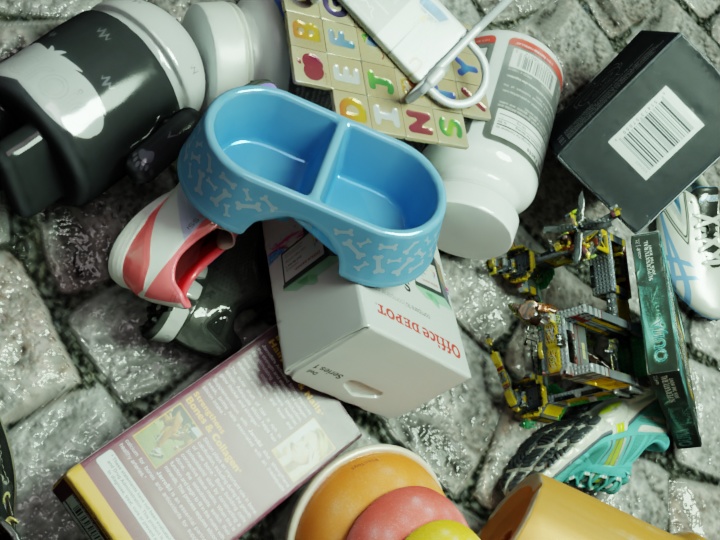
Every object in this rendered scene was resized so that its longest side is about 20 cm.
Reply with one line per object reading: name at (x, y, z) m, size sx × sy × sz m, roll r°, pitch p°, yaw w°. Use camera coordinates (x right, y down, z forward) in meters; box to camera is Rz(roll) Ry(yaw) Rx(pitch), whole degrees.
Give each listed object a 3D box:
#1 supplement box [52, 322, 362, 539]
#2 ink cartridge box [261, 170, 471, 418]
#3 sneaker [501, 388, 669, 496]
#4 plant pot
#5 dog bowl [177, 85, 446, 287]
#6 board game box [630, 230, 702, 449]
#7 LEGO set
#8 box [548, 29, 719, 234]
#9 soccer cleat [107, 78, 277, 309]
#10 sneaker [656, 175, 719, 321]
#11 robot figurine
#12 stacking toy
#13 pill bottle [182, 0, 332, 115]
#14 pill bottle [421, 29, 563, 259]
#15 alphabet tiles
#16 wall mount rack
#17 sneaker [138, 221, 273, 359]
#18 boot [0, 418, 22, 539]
supplement box at (-0.113, 0.143, 0.708) m, size 0.200 × 0.086 × 0.111 m, roll -35°, pitch 88°, yaw -31°
ink cartridge box at (0.000, 0.000, 0.757) m, size 0.145 × 0.084 × 0.201 m, roll 29°, pitch 40°, yaw -46°
sneaker at (0.216, 0.170, 0.862) m, size 0.199 × 0.077 × 0.080 m, roll -22°, pitch 90°, yaw -30°
plant pot at (0.180, 0.266, 0.746) m, size 0.183 × 0.200 × 0.200 m, roll 36°, pitch 60°, yaw 4°
dog bowl at (-0.029, -0.065, 0.667) m, size 0.199 × 0.050 × 0.112 m, roll 23°, pitch 50°, yaw -6°
board game box at (0.287, 0.070, 0.875) m, size 0.200 × 0.028 × 0.136 m, roll 51°, pitch 35°, yaw -53°
LEGO set at (0.169, 0.038, 0.837) m, size 0.116 × 0.153 × 0.201 m, roll 19°, pitch 70°, yaw -43°
box at (0.269, -0.140, 0.904) m, size 0.107 × 0.148 × 0.200 m, roll 43°, pitch 16°, yaw -6°
soccer cleat at (-0.107, -0.059, 0.718) m, size 0.073 × 0.068 × 0.200 m, roll 27°, pitch 71°, yaw 23°
sneaker at (0.358, -0.045, 1.008) m, size 0.072 × 0.072 × 0.201 m, roll -5°, pitch 75°, yaw -28°
robot figurine at (-0.215, -0.129, 0.742) m, size 0.150 × 0.125 × 0.200 m, roll 51°, pitch 59°, yaw -12°
stacking toy at (0.045, 0.220, 0.672) m, size 0.146 × 0.200 × 0.147 m, roll -5°, pitch 100°, yaw -28°
pill bottle at (-0.052, -0.193, 0.845) m, size 0.199 × 0.114 × 0.114 m, roll -9°, pitch 75°, yaw -28°
pill bottle at (0.120, -0.120, 0.898) m, size 0.116 × 0.116 × 0.201 m, roll 26°, pitch 63°, yaw -14°
alphabet tiles at (0.025, -0.187, 0.802) m, size 0.199 × 0.006 × 0.167 m, roll 4°, pitch 67°, yaw -32°
wall mount rack at (0.061, -0.241, 0.774) m, size 0.200 × 0.075 × 0.174 m, roll 45°, pitch 76°, yaw -8°
sneaker at (-0.105, -0.011, 0.785) m, size 0.090 × 0.066 × 0.201 m, roll 32°, pitch 59°, yaw -21°
boot at (-0.253, 0.161, 0.597) m, size 0.073 × 0.151 × 0.201 m, roll 4°, pitch 70°, yaw -24°
